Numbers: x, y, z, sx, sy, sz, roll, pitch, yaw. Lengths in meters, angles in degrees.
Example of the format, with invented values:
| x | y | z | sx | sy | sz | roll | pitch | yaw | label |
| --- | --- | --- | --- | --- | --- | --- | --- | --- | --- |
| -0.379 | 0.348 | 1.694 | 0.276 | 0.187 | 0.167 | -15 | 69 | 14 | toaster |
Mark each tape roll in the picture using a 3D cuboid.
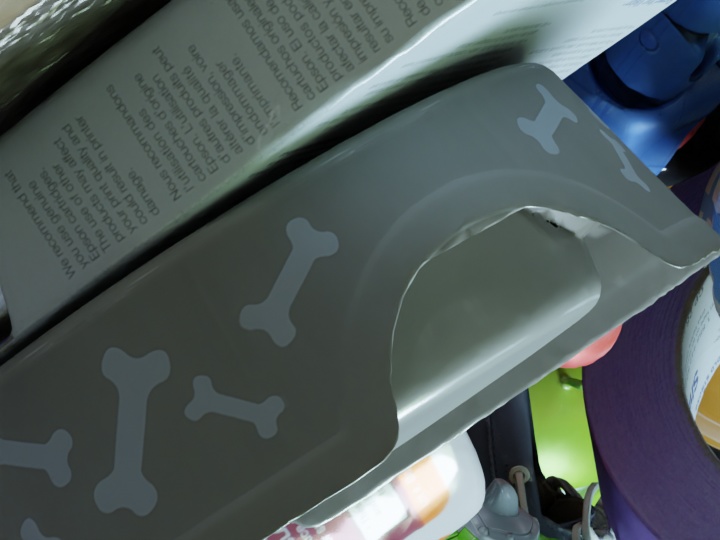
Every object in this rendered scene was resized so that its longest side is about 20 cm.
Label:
| x | y | z | sx | sy | sz | roll | pitch | yaw | label |
| --- | --- | --- | --- | --- | --- | --- | --- | --- | --- |
| 0.178 | 0.045 | 0.935 | 0.200 | 0.200 | 0.066 | -34 | 148 | -12 | tape roll |

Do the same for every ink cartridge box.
| x | y | z | sx | sy | sz | roll | pitch | yaw | label |
| --- | --- | --- | --- | --- | --- | --- | --- | --- | --- |
| -0.001 | -0.044 | 0.595 | 0.199 | 0.043 | 0.196 | -34 | 175 | 20 | ink cartridge box |

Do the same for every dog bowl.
| x | y | z | sx | sy | sz | roll | pitch | yaw | label |
| --- | --- | --- | --- | --- | --- | --- | --- | --- | --- |
| -0.017 | 0.026 | 0.593 | 0.199 | 0.059 | 0.200 | -33 | 174 | -4 | dog bowl |

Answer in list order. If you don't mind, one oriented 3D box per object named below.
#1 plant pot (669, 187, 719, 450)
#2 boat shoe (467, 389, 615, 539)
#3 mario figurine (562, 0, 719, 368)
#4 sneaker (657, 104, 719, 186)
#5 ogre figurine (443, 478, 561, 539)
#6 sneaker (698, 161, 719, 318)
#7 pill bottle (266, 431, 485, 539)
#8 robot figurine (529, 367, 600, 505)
| x | y | z | sx | sy | sz | roll | pitch | yaw | label |
| --- | --- | --- | --- | --- | --- | --- | --- | --- | --- |
| 0.183 | -0.019 | 1.110 | 0.200 | 0.201 | 0.183 | -36 | 170 | 7 | plant pot |
| 0.053 | 0.084 | 0.911 | 0.061 | 0.201 | 0.075 | -16 | -175 | 5 | boat shoe |
| 0.054 | -0.055 | 0.785 | 0.123 | 0.106 | 0.200 | 12 | 133 | -30 | mario figurine |
| 0.106 | -0.073 | 0.948 | 0.082 | 0.072 | 0.200 | -13 | -173 | 37 | sneaker |
| 0.001 | 0.138 | 0.831 | 0.199 | 0.120 | 0.098 | -18 | -140 | 13 | ogre figurine |
| 0.135 | -0.016 | 0.796 | 0.071 | 0.073 | 0.200 | 0 | -165 | 3 | sneaker |
| -0.075 | 0.075 | 0.757 | 0.199 | 0.114 | 0.114 | -34 | 174 | -8 | pill bottle |
| 0.054 | 0.086 | 1.253 | 0.115 | 0.176 | 0.200 | 5 | 136 | -25 | robot figurine |
